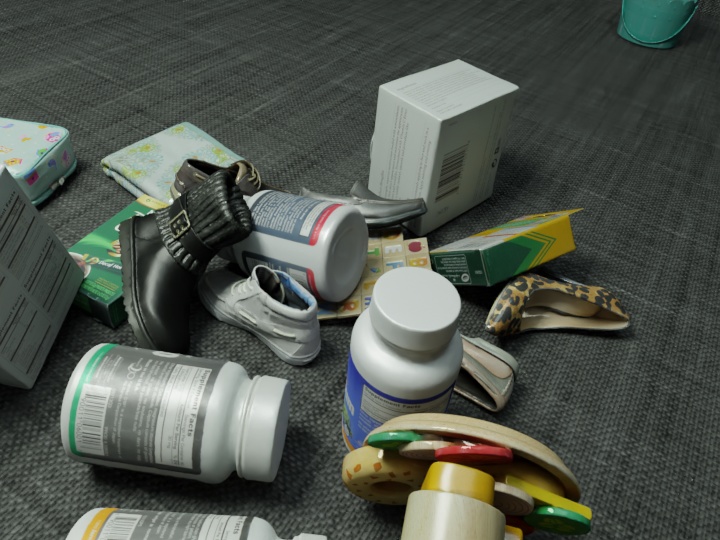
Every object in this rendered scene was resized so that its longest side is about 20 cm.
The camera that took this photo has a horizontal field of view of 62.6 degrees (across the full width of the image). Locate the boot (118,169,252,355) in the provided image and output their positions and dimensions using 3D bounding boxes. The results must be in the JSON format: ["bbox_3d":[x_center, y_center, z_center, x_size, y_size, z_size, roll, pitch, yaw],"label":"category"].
[{"bbox_3d":[-0.194,-0.005,0.692,0.154,0.080,0.216,-21,68,5],"label":"boot"}]

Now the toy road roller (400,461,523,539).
[{"bbox_3d":[0.095,0.240,0.434,0.142,0.202,0.125,10,56,9],"label":"toy road roller"}]

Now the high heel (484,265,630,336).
[{"bbox_3d":[0.255,0.059,0.759,0.141,0.073,0.198,30,37,31],"label":"high heel"}]

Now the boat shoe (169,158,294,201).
[{"bbox_3d":[-0.178,-0.119,0.877,0.196,0.074,0.075,3,40,-35],"label":"boat shoe"}]

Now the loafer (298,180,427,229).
[{"bbox_3d":[0.000,-0.095,0.864,0.194,0.075,0.073,-6,0,0],"label":"loafer"}]

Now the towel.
[{"bbox_3d":[-0.297,-0.168,0.965,0.198,0.049,0.170,32,46,26],"label":"towel"}]

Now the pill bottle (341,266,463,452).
[{"bbox_3d":[0.040,0.100,0.585,0.108,0.204,0.114,4,39,-3],"label":"pill bottle"}]

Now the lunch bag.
[{"bbox_3d":[-0.548,-0.170,0.910,0.194,0.079,0.162,11,39,5],"label":"lunch bag"}]

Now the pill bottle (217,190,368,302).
[{"bbox_3d":[-0.098,-0.040,0.782,0.195,0.122,0.120,15,40,27],"label":"pill bottle"}]

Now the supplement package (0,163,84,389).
[{"bbox_3d":[-0.416,0.003,0.606,0.147,0.202,0.154,10,60,4],"label":"supplement package"}]

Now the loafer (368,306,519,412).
[{"bbox_3d":[0.088,0.100,0.699,0.195,0.073,0.063,22,49,13],"label":"loafer"}]

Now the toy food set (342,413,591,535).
[{"bbox_3d":[0.088,0.180,0.509,0.196,0.199,0.050,25,56,-9],"label":"toy food set"}]

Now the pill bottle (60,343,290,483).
[{"bbox_3d":[-0.172,0.142,0.578,0.194,0.115,0.115,9,40,1],"label":"pill bottle"}]

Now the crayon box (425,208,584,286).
[{"bbox_3d":[0.205,-0.031,0.826,0.196,0.053,0.125,-21,9,-27],"label":"crayon box"}]

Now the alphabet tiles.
[{"bbox_3d":[0.000,0.000,0.811,0.194,0.006,0.169,-7,41,4],"label":"alphabet tiles"}]

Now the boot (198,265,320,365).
[{"bbox_3d":[-0.126,0.027,0.727,0.197,0.097,0.073,28,44,23],"label":"boot"}]

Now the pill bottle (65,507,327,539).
[{"bbox_3d":[-0.125,0.251,0.457,0.194,0.119,0.118,5,40,-3],"label":"pill bottle"}]

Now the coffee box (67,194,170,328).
[{"bbox_3d":[-0.310,-0.021,0.797,0.120,0.045,0.201,22,43,16],"label":"coffee box"}]

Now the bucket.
[{"bbox_3d":[0.851,-0.742,1.711,0.200,0.137,0.210,4,40,-3],"label":"bucket"}]

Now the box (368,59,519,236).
[{"bbox_3d":[0.125,-0.198,0.938,0.198,0.203,0.130,-29,52,-35],"label":"box"}]
